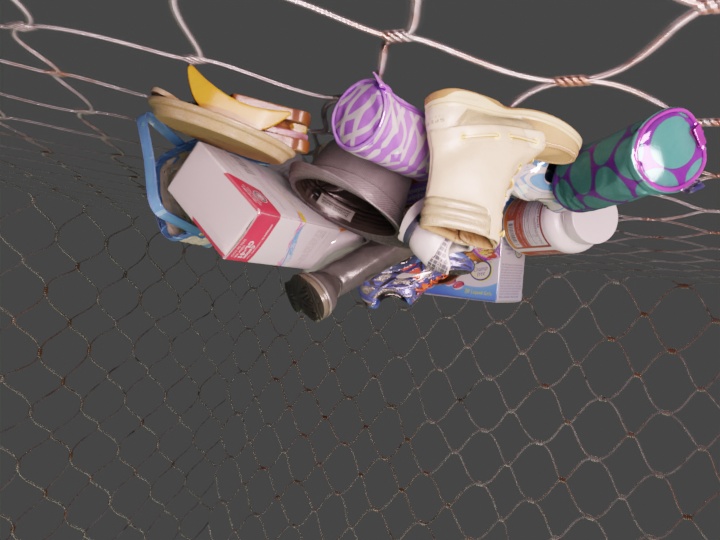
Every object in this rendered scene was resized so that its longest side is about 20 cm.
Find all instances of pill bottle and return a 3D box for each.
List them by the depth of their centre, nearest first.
[{"bbox_3d":[-0.082,-0.093,1.011,0.112,0.201,0.112,-26,154,-13],"label":"pill bottle"},{"bbox_3d":[0.336,-0.083,1.041,0.111,0.113,0.200,8,178,-16],"label":"pill bottle"}]

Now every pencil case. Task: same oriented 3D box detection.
[{"bbox_3d":[0.295,-0.116,0.691,0.092,0.086,0.200,-16,-178,-8],"label":"pencil case"},{"bbox_3d":[0.058,-0.152,0.704,0.085,0.084,0.199,-40,151,31],"label":"pencil case"}]

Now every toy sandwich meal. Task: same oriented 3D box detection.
[{"bbox_3d":[-0.154,-0.189,0.751,0.204,0.071,0.205,19,-179,0],"label":"toy sandwich meal"}]

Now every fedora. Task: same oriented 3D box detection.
[{"bbox_3d":[0.002,-0.112,0.805,0.199,0.091,0.177,17,163,50],"label":"fedora"}]

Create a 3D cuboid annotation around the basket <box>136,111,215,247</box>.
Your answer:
[{"bbox_3d":[-0.264,-0.127,0.945,0.138,0.177,0.200,-20,154,11],"label":"basket"}]

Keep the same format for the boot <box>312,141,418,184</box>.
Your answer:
[{"bbox_3d":[0.037,-0.151,0.940,0.199,0.076,0.107,11,172,-33],"label":"boot"}]

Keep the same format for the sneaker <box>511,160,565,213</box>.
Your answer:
[{"bbox_3d":[0.268,-0.126,0.845,0.072,0.072,0.199,-34,160,35],"label":"sneaker"}]

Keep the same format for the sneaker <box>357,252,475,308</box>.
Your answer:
[{"bbox_3d":[0.088,0.016,0.992,0.198,0.079,0.075,-12,162,7],"label":"sneaker"}]

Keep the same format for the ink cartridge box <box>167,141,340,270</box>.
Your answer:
[{"bbox_3d":[-0.141,-0.082,0.848,0.148,0.086,0.200,46,-165,24],"label":"ink cartridge box"}]

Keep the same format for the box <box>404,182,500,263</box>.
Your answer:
[{"bbox_3d":[0.123,-0.068,0.980,0.136,0.039,0.200,-13,146,31],"label":"box"}]

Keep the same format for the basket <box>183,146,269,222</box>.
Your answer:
[{"bbox_3d":[-0.242,-0.150,1.138,0.175,0.140,0.200,12,150,-14],"label":"basket"}]

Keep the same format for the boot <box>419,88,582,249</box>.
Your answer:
[{"bbox_3d":[0.154,-0.098,0.670,0.199,0.157,0.073,10,170,-27],"label":"boot"}]

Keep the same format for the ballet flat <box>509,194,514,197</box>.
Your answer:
[{"bbox_3d":[0.191,-0.129,0.957,0.072,0.073,0.200,8,178,-18],"label":"ballet flat"}]

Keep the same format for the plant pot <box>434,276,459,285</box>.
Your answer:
[{"bbox_3d":[0.103,-0.091,1.185,0.186,0.188,0.200,9,-169,-37],"label":"plant pot"}]

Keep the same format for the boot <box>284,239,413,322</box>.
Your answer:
[{"bbox_3d":[0.000,-0.002,0.873,0.199,0.073,0.182,-21,-169,-17],"label":"boot"}]

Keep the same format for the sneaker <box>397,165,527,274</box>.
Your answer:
[{"bbox_3d":[0.138,-0.075,0.730,0.080,0.200,0.077,44,163,23],"label":"sneaker"}]

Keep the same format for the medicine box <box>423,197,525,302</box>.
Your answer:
[{"bbox_3d":[0.229,-0.045,1.240,0.181,0.202,0.103,6,-177,42],"label":"medicine box"}]
